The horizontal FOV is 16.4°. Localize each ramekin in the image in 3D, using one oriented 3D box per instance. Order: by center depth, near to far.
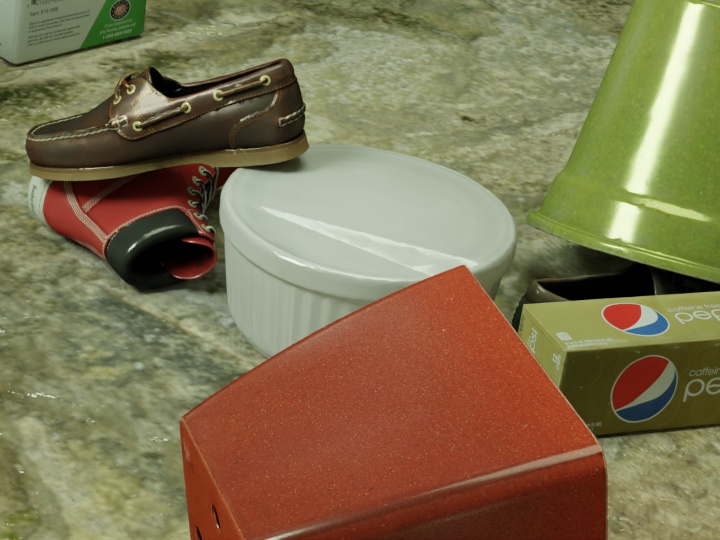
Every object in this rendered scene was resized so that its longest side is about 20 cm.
[{"bbox_3d":[0.000,0.000,1.660,0.201,0.095,0.203,8,26,-4],"label":"ramekin"}]

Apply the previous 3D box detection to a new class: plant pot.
[{"bbox_3d":[0.009,0.143,1.295,0.175,0.201,0.200,-12,32,-14],"label":"plant pot"},{"bbox_3d":[0.236,-0.097,1.762,0.199,0.185,0.200,14,7,-2],"label":"plant pot"}]

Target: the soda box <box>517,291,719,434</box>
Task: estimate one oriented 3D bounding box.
[{"bbox_3d":[0.201,0.059,1.639,0.199,0.068,0.064,-4,29,-25],"label":"soda box"}]

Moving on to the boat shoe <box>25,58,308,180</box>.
[{"bbox_3d":[-0.134,-0.106,1.687,0.199,0.071,0.070,-7,24,10],"label":"boat shoe"}]

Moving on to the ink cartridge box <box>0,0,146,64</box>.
[{"bbox_3d":[-0.243,-0.285,2.018,0.083,0.201,0.146,30,33,36],"label":"ink cartridge box"}]

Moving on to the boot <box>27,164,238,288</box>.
[{"bbox_3d":[-0.113,-0.049,1.750,0.199,0.073,0.144,-24,41,-35],"label":"boot"}]

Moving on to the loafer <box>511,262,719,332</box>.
[{"bbox_3d":[0.186,0.025,1.706,0.199,0.063,0.072,-12,34,-36],"label":"loafer"}]
